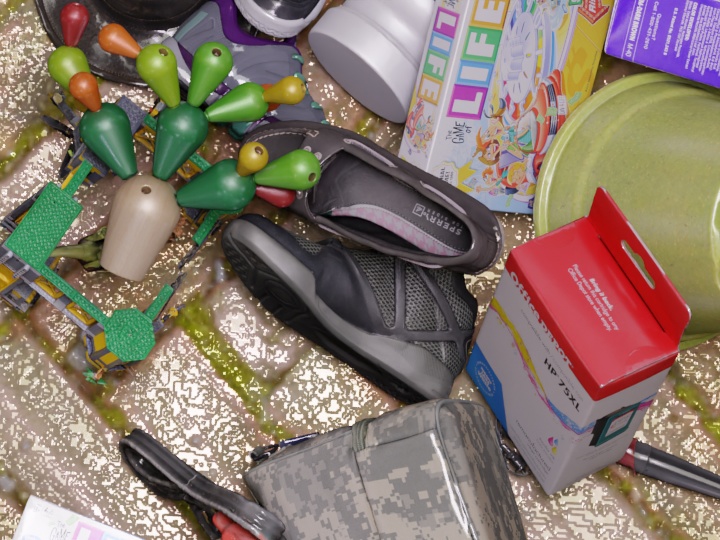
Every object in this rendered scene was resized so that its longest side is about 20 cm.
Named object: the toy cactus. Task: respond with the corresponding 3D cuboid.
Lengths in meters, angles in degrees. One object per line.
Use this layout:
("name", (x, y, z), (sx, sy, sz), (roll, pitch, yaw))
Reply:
("toy cactus", (-0.128, -0.076, 1.466), (0.199, 0.102, 0.166), (24, 99, -1))

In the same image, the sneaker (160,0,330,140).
("sneaker", (-0.048, -0.115, 1.568), (0.200, 0.074, 0.088), (40, 83, -8))

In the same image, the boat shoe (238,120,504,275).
("boat shoe", (0.002, -0.052, 1.483), (0.199, 0.057, 0.067), (23, 96, 16))

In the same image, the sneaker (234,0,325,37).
("sneaker", (-0.032, -0.263, 1.560), (0.075, 0.114, 0.201), (24, 53, -10))

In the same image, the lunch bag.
("lunch bag", (0.020, 0.193, 1.495), (0.167, 0.139, 0.201), (-19, 81, 15))

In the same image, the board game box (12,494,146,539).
("board game box", (-0.153, 0.194, 1.447), (0.134, 0.200, 0.034), (21, 78, -1))

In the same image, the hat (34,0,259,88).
("hat", (-0.145, -0.235, 1.591), (0.199, 0.081, 0.202), (1, 79, -6))

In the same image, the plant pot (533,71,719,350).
("plant pot", (0.246, -0.033, 1.503), (0.199, 0.184, 0.201), (-2, 96, -22))

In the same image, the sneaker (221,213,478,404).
("sneaker", (0.000, 0.000, 1.553), (0.199, 0.076, 0.115), (34, 71, -14))

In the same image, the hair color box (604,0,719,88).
("hair color box", (0.283, -0.154, 1.547), (0.199, 0.109, 0.065), (19, 106, 26))

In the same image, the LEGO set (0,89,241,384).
("LEGO set", (-0.182, -0.021, 1.548), (0.153, 0.116, 0.201), (32, 64, -18))

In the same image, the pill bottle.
("pill bottle", (0.060, -0.209, 1.587), (0.116, 0.116, 0.200), (40, 79, 3))

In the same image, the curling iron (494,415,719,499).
("curling iron", (0.189, 0.139, 1.576), (0.199, 0.026, 0.050), (15, 71, -1))

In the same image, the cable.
("cable", (-0.107, 0.161, 1.476), (0.200, 0.097, 0.050), (32, 67, 32))

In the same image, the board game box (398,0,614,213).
("board game box", (0.104, -0.142, 1.540), (0.134, 0.034, 0.201), (2, 107, -39))

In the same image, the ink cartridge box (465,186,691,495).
("ink cartridge box", (0.143, 0.049, 1.486), (0.067, 0.200, 0.116), (-23, 64, -22))
